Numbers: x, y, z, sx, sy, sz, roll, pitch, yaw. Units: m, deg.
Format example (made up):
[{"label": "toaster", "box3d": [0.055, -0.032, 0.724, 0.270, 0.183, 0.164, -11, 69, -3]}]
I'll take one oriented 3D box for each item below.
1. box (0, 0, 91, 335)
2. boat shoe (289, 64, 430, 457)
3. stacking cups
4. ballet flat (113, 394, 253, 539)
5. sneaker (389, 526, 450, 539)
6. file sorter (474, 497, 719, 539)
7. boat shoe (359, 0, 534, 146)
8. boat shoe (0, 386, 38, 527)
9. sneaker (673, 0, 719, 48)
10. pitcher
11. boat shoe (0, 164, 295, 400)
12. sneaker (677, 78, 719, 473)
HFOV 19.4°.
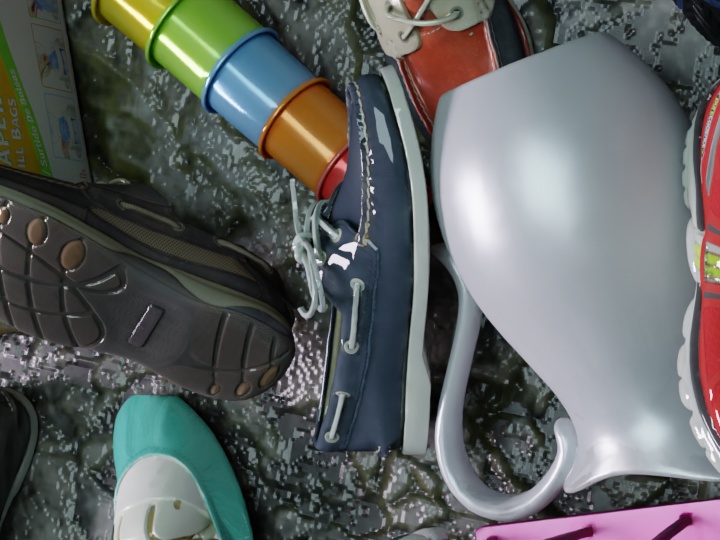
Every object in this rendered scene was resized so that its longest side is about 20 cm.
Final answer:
[{"label": "box", "box3d": [-0.216, -0.065, 1.107, 0.112, 0.101, 0.200, -13, 83, 26]}, {"label": "boat shoe", "box3d": [0.000, 0.000, 0.980, 0.062, 0.075, 0.200, -3, 124, -2]}, {"label": "stacking cups", "box3d": [-0.044, -0.092, 1.053, 0.200, 0.060, 0.061, 39, 105, 17]}, {"label": "ballet flat", "box3d": [-0.085, 0.152, 1.056, 0.067, 0.070, 0.200, -28, 77, 23]}, {"label": "sneaker", "box3d": [0.008, 0.213, 1.006, 0.083, 0.081, 0.200, 32, 111, 30]}, {"label": "file sorter", "box3d": [0.140, 0.172, 0.902, 0.200, 0.125, 0.139, -9, 85, 18]}, {"label": "boat shoe", "box3d": [0.030, -0.142, 1.012, 0.071, 0.063, 0.200, -17, 83, 23]}, {"label": "boat shoe", "box3d": [-0.227, 0.157, 1.131, 0.067, 0.057, 0.200, 16, 96, 25]}, {"label": "sneaker", "box3d": [0.189, -0.133, 0.939, 0.077, 0.076, 0.200, -37, 72, -4]}, {"label": "pitcher", "box3d": [0.087, 0.008, 0.955, 0.171, 0.121, 0.200, -20, 92, 27]}, {"label": "boat shoe", "box3d": [-0.124, -0.004, 1.036, 0.200, 0.073, 0.075, 28, 125, -18]}, {"label": "sneaker", "box3d": [0.169, 0.002, 0.844, 0.077, 0.085, 0.200, -3, 70, -10]}]
